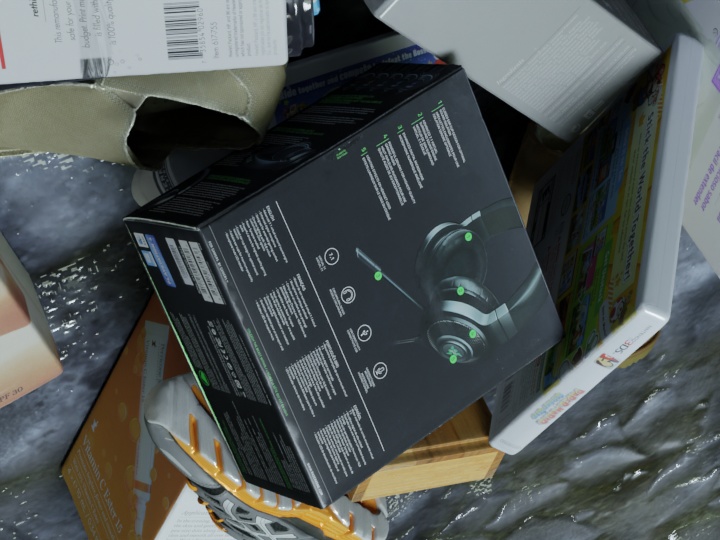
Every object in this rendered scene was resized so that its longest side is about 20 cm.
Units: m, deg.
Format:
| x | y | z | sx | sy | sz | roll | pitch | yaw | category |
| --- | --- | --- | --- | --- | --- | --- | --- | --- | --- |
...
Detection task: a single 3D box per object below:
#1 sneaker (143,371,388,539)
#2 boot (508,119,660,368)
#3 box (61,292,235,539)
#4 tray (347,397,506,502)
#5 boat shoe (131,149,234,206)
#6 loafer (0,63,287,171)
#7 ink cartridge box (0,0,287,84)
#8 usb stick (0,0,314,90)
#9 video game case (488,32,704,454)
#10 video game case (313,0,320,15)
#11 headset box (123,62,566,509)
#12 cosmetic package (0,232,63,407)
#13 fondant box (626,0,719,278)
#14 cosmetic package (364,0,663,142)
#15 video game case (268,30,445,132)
| x | y | z | sx | sy | sz | roll | pitch | yaw | category |
| --- | --- | --- | --- | --- | --- | --- | --- | --- | --- |
| -0.066 | 0.126 | 1.231 | 0.077 | 0.079 | 0.200 | -23 | 138 | 28 | sneaker |
| 0.164 | -0.018 | 1.426 | 0.174 | 0.066 | 0.201 | -7 | 136 | -28 | boot |
| -0.102 | 0.110 | 1.346 | 0.097 | 0.125 | 0.201 | 4 | 131 | -35 | box |
| 0.005 | 0.045 | 1.278 | 0.098 | 0.201 | 0.037 | -7 | 142 | -27 | tray |
| -0.046 | -0.071 | 1.225 | 0.199 | 0.073 | 0.066 | -24 | -177 | -36 | boat shoe |
| -0.135 | -0.089 | 1.108 | 0.198 | 0.069 | 0.076 | -10 | 151 | 6 | loafer |
| -0.136 | -0.153 | 0.959 | 0.198 | 0.068 | 0.117 | -4 | 132 | -4 | ink cartridge box |
| -0.123 | -0.122 | 1.056 | 0.198 | 0.033 | 0.056 | -7 | 148 | -4 | usb stick |
| 0.138 | -0.014 | 1.213 | 0.023 | 0.201 | 0.182 | 23 | 144 | -13 | video game case |
| -0.108 | -0.178 | 1.039 | 0.142 | 0.018 | 0.200 | -10 | 152 | 6 | video game case |
| 0.000 | 0.000 | 1.137 | 0.199 | 0.093 | 0.175 | -34 | 112 | -25 | headset box |
| -0.254 | -0.001 | 1.149 | 0.103 | 0.088 | 0.200 | -27 | 143 | -1 | cosmetic package |
| 0.216 | -0.116 | 1.235 | 0.058 | 0.201 | 0.145 | -6 | 136 | -28 | fondant box |
| 0.071 | -0.163 | 1.164 | 0.090 | 0.107 | 0.200 | -42 | 143 | 15 | cosmetic package |
| 0.013 | -0.033 | 1.215 | 0.142 | 0.018 | 0.202 | -21 | 107 | -34 | video game case |
